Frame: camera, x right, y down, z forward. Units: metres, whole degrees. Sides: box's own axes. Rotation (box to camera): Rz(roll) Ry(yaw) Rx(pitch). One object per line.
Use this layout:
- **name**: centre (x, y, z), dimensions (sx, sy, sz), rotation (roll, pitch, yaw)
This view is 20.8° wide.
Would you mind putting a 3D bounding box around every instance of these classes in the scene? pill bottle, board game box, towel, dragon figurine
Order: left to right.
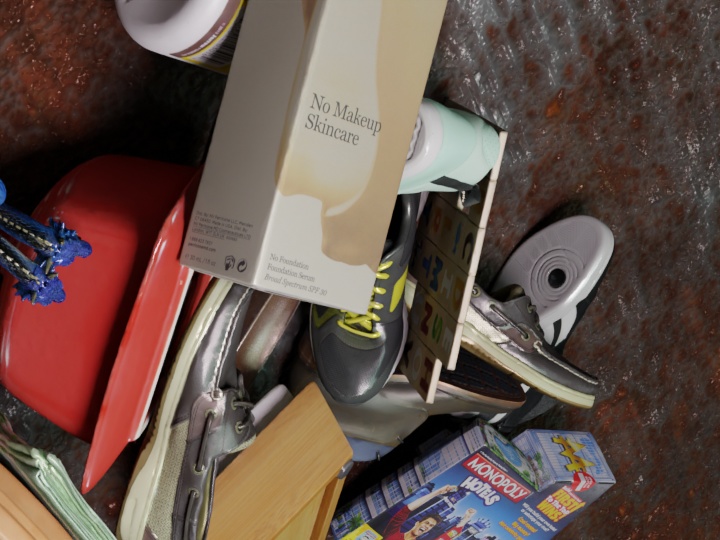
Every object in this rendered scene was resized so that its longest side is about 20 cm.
- **dragon figurine**: centre (-0.238, -0.042, 1.104), dimensions (0.200, 0.099, 0.059), rotation (32, 91, -48)
- **towel**: centre (-0.200, 0.136, 1.250), dimensions (0.023, 0.200, 0.153), rotation (-41, 122, -15)
- **pill bottle**: centre (-0.051, -0.171, 1.248), dimensions (0.199, 0.109, 0.110), rotation (14, 110, -46)
- **board game box**: centre (0.100, 0.189, 1.636), dimensions (0.199, 0.062, 0.200), rotation (-35, 139, 11)

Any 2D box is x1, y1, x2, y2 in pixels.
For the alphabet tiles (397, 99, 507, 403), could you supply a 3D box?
- **alphabet tiles**: centre (0.060, -0.014, 1.401), dimensions (0.007, 0.167, 0.201), rotation (10, 100, -13)

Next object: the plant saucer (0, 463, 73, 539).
- **plant saucer**: centre (-0.243, 0.147, 1.246), dimensions (0.037, 0.200, 0.201), rotation (-47, 140, -18)

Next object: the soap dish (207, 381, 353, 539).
- **soap dish**: centre (-0.083, 0.192, 1.442), dimensions (0.157, 0.081, 0.200), rotation (-44, 163, -33)

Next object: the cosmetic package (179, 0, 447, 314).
- **cosmetic package**: centre (-0.026, -0.084, 1.165), dimensions (0.105, 0.071, 0.201), rotation (13, 91, -46)

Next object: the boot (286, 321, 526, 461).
- **boot**: centre (0.028, 0.101, 1.537), dimensions (0.199, 0.075, 0.097), rotation (15, 120, -24)

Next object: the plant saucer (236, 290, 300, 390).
- **plant saucer**: centre (-0.086, 0.050, 1.373), dimensions (0.201, 0.032, 0.200), rotation (-59, 174, -10)

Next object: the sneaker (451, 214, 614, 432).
- **sneaker**: centre (0.153, 0.045, 1.624), dimensions (0.200, 0.073, 0.112), rotation (-50, 143, 13)

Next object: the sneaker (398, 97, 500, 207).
- **sneaker**: centre (-0.003, -0.069, 1.323), dimensions (0.118, 0.199, 0.074), rotation (7, 79, -54)

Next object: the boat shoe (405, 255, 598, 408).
- **boat shoe**: centre (0.108, 0.040, 1.521), dimensions (0.199, 0.073, 0.065), rotation (30, 90, -17)

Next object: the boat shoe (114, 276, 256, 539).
- **boat shoe**: centre (-0.097, 0.095, 1.247), dimensions (0.072, 0.066, 0.202), rotation (-64, 175, -75)

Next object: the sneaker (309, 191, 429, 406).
- **sneaker**: centre (0.000, 0.000, 1.410), dimensions (0.085, 0.074, 0.201), rotation (-29, 128, -80)

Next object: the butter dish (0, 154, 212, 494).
- **butter dish**: centre (-0.176, 0.005, 1.252), dimensions (0.200, 0.147, 0.201), rotation (-67, 178, -68)
